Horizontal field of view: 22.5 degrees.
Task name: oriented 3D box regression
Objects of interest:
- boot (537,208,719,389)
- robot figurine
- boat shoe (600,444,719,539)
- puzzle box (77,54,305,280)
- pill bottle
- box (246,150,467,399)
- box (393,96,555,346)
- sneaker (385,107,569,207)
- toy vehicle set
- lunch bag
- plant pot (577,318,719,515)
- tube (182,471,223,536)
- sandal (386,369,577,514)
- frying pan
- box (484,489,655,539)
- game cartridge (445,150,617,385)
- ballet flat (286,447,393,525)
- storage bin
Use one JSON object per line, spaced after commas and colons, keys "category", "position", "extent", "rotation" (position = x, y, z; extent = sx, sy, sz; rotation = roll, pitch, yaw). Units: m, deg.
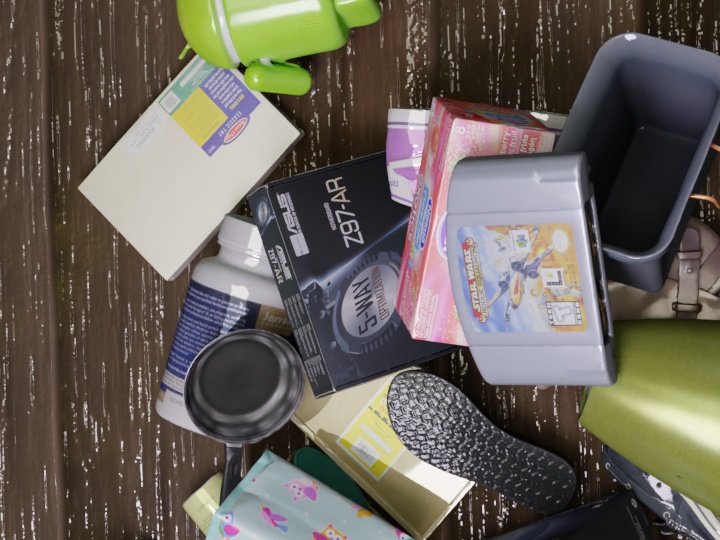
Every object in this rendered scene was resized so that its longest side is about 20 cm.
{"category": "boot", "position": [0.258, 0.041, 1.659], "extent": [0.145, 0.070, 0.202], "rotation": [23, 96, 9]}
{"category": "robot figurine", "position": [-0.083, -0.256, 1.705], "extent": [0.198, 0.116, 0.177], "rotation": [-10, 80, 9]}
{"category": "boat shoe", "position": [0.299, 0.211, 1.648], "extent": [0.200, 0.074, 0.062], "rotation": [42, 128, 15]}
{"category": "puzzle box", "position": [-0.165, -0.107, 1.773], "extent": [0.133, 0.025, 0.200], "rotation": [45, 99, 9]}
{"category": "pill bottle", "position": [-0.117, 0.054, 1.720], "extent": [0.110, 0.111, 0.202], "rotation": [17, 94, 12]}
{"category": "box", "position": [0.000, 0.000, 1.681], "extent": [0.159, 0.043, 0.202], "rotation": [-16, 85, -30]}
{"category": "box", "position": [0.098, -0.041, 1.602], "extent": [0.094, 0.103, 0.202], "rotation": [8, 105, -11]}
{"category": "sneaker", "position": [0.123, -0.092, 1.680], "extent": [0.198, 0.073, 0.116], "rotation": [0, 92, 3]}
{"category": "toy vehicle set", "position": [0.028, 0.146, 1.731], "extent": [0.200, 0.027, 0.124], "rotation": [43, 98, 9]}
{"category": "lunch bag", "position": [-0.060, 0.290, 1.653], "extent": [0.169, 0.122, 0.201], "rotation": [29, 134, 12]}
{"category": "plant pot", "position": [0.296, 0.119, 1.577], "extent": [0.198, 0.187, 0.189], "rotation": [16, 94, 5]}
{"category": "tube", "position": [-0.090, 0.285, 1.749], "extent": [0.200, 0.052, 0.058], "rotation": [50, 143, 4]}
{"category": "sandal", "position": [0.107, 0.161, 1.681], "extent": [0.200, 0.048, 0.076], "rotation": [33, 96, -5]}
{"category": "frying pan", "position": [-0.099, 0.136, 1.664], "extent": [0.114, 0.031, 0.192], "rotation": [-18, 118, -10]}
{"category": "box", "position": [0.149, 0.296, 1.594], "extent": [0.199, 0.198, 0.124], "rotation": [-25, 87, 26]}
{"category": "game cartridge", "position": [0.139, 0.002, 1.516], "extent": [0.132, 0.042, 0.202], "rotation": [-3, 108, 24]}
{"category": "ballet flat", "position": [-0.005, 0.256, 1.722], "extent": [0.200, 0.075, 0.064], "rotation": [44, 133, 14]}
{"category": "storage bin", "position": [0.255, -0.080, 1.583], "extent": [0.144, 0.134, 0.201], "rotation": [18, 73, 22]}
